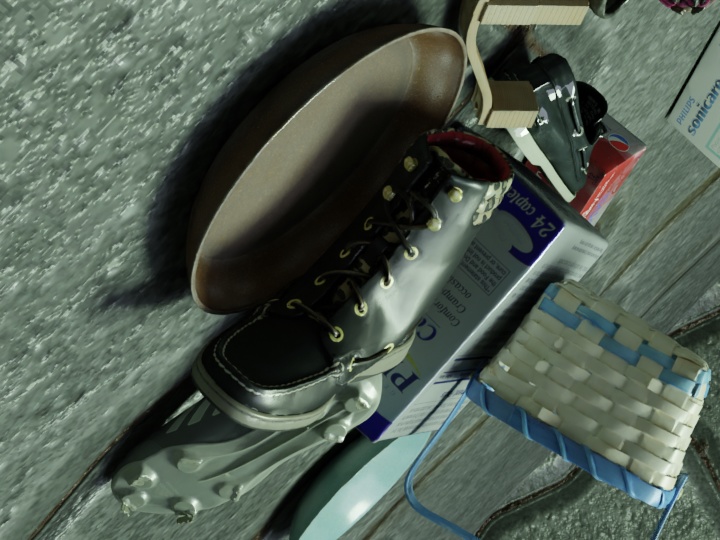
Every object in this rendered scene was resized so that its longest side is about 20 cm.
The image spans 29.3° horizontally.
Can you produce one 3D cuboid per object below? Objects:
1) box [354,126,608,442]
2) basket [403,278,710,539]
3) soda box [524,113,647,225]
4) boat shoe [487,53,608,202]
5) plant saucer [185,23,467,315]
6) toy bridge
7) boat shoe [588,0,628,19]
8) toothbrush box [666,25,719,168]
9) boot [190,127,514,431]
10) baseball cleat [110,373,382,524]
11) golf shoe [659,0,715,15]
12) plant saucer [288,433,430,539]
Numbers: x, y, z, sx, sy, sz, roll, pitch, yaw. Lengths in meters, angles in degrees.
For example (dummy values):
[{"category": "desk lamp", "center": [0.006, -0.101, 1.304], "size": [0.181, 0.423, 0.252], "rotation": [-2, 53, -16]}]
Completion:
[{"category": "box", "center": [0.065, 0.014, 0.996], "size": [0.200, 0.105, 0.184], "rotation": [-49, 163, 10]}, {"category": "basket", "center": [0.147, 0.122, 0.959], "size": [0.201, 0.176, 0.139], "rotation": [-58, 167, 3]}, {"category": "soda box", "center": [0.154, -0.043, 1.150], "size": [0.070, 0.063, 0.201], "rotation": [-31, 157, -42]}, {"category": "boat shoe", "center": [0.139, -0.104, 0.953], "size": [0.066, 0.075, 0.199], "rotation": [-36, 156, 11]}, {"category": "plant saucer", "center": [-0.023, -0.059, 0.742], "size": [0.200, 0.032, 0.200], "rotation": [-41, 162, -16]}, {"category": "toy bridge", "center": [0.092, -0.151, 0.764], "size": [0.067, 0.027, 0.200], "rotation": [-2, 148, -15]}, {"category": "boat shoe", "center": [0.179, -0.225, 0.746], "size": [0.070, 0.064, 0.200], "rotation": [-13, 149, -45]}, {"category": "toothbrush box", "center": [0.409, -0.209, 1.340], "size": [0.200, 0.085, 0.147], "rotation": [-35, 160, -29]}, {"category": "boot", "center": [-0.001, -0.001, 0.765], "size": [0.203, 0.073, 0.154], "rotation": [-20, 146, -58]}, {"category": "baseball cleat", "center": [-0.073, 0.091, 0.904], "size": [0.199, 0.107, 0.070], "rotation": [-23, 129, 15]}, {"category": "golf shoe", "center": [0.250, -0.253, 0.888], "size": [0.092, 0.073, 0.200], "rotation": [-45, 174, -23]}, {"category": "plant saucer", "center": [-0.010, 0.215, 1.399], "size": [0.201, 0.039, 0.201], "rotation": [-40, 162, -15]}]
